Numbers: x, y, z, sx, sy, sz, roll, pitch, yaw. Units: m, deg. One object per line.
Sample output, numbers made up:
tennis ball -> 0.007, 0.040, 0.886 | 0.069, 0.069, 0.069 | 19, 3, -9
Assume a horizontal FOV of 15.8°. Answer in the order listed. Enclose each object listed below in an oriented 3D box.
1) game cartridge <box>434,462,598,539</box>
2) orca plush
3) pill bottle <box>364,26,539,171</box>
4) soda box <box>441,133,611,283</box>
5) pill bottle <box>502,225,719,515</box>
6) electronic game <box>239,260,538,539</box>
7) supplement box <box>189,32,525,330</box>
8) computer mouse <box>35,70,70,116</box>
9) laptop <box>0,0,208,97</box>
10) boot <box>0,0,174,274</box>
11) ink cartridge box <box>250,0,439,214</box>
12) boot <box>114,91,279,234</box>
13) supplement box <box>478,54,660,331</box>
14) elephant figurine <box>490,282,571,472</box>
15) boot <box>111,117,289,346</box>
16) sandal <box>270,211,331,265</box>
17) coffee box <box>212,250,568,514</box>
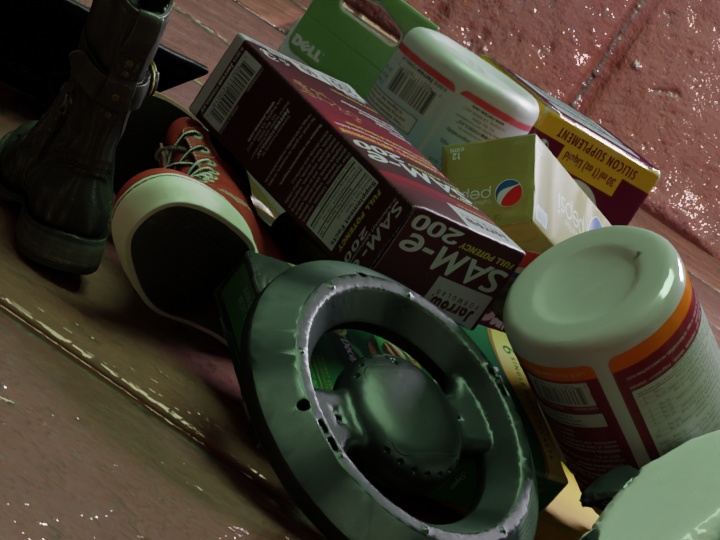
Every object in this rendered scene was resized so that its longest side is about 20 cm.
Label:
game cartridge -> 0.065, 0.116, 1.588 | 0.199, 0.033, 0.176 | 34, 10, -15
orca plush -> 0.163, 0.172, 1.407 | 0.105, 0.071, 0.200 | 3, 37, 23
pill bottle -> 0.028, -0.058, 1.777 | 0.108, 0.201, 0.109 | 32, 10, -7
soda box -> 0.119, -0.020, 1.742 | 0.067, 0.064, 0.200 | -6, -24, 22
pill bottle -> 0.165, 0.081, 1.509 | 0.201, 0.109, 0.110 | 63, -8, -34
electronic game -> 0.018, 0.082, 1.366 | 0.199, 0.042, 0.201 | 29, 39, -27
supplement box -> -0.004, -0.054, 1.531 | 0.109, 0.061, 0.200 | 21, 19, -47
computer mouse -> -0.174, -0.086, 1.715 | 0.109, 0.044, 0.200 | 18, 13, -2
laptop -> -0.236, -0.194, 1.816 | 0.199, 0.117, 0.187 | -16, -27, 40
boot -> -0.151, -0.104, 1.486 | 0.069, 0.175, 0.200 | 14, 17, -20
ink cartridge box -> -0.022, -0.114, 1.883 | 0.104, 0.201, 0.059 | 39, 12, 27
boot -> -0.111, -0.062, 1.642 | 0.200, 0.073, 0.076 | 48, 14, -48
supplement box -> 0.099, -0.033, 1.883 | 0.131, 0.201, 0.103 | 25, 12, -39
elephant figurine -> 0.133, 0.060, 1.708 | 0.200, 0.155, 0.142 | 33, 18, -41
boot -> -0.104, -0.044, 1.500 | 0.145, 0.072, 0.200 | 66, 10, 27
sandal -> 0.000, 0.000, 1.624 | 0.082, 0.055, 0.200 | 38, -4, 26
coffee box -> 0.018, 0.066, 1.464 | 0.199, 0.044, 0.123 | 20, 35, -33
